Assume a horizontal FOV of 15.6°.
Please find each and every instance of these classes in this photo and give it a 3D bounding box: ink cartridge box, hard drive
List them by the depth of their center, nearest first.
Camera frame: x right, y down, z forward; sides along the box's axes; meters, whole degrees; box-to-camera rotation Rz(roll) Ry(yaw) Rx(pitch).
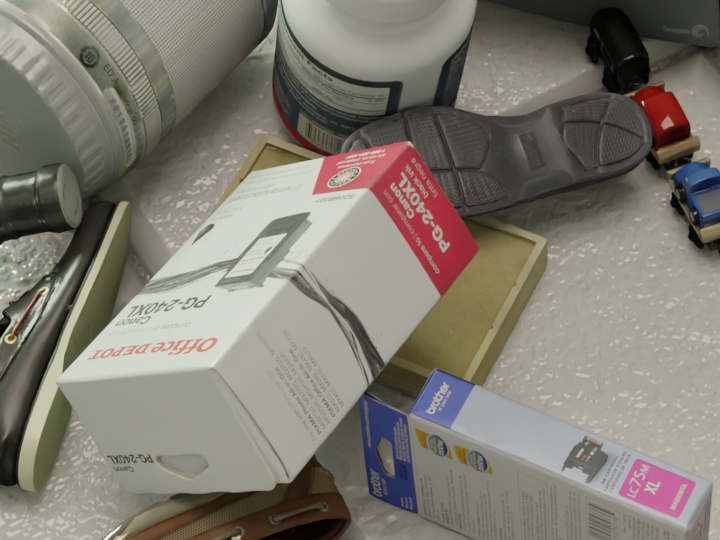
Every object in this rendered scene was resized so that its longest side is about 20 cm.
[{"bbox_3d":[0.096,0.120,1.451,0.199,0.120,0.042,20,60,17],"label":"ink cartridge box"},{"bbox_3d":[-0.051,0.027,1.464,0.145,0.084,0.200,-8,32,47],"label":"ink cartridge box"},{"bbox_3d":[0.158,-0.224,1.753,0.199,0.042,0.135,14,55,13],"label":"hard drive"}]

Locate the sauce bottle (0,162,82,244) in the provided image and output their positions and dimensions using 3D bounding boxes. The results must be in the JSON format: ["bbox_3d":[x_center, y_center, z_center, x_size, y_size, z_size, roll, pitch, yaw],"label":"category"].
[{"bbox_3d":[-0.266,-0.026,1.586,0.199,0.065,0.065,-9,52,13],"label":"sauce bottle"}]

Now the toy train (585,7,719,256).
[{"bbox_3d":[0.190,-0.091,1.650,0.034,0.046,0.201,-17,55,-10],"label":"toy train"}]

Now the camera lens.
[{"bbox_3d":[-0.160,-0.156,1.643,0.159,0.160,0.200,30,60,23],"label":"camera lens"}]

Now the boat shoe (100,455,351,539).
[{"bbox_3d":[-0.090,0.166,1.456,0.200,0.076,0.072,-36,62,-20],"label":"boat shoe"}]

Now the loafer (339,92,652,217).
[{"bbox_3d":[0.079,-0.062,1.610,0.199,0.063,0.072,-8,73,-15],"label":"loafer"}]

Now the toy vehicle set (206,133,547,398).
[{"bbox_3d":[0.000,0.000,1.603,0.199,0.027,0.125,21,57,17],"label":"toy vehicle set"}]

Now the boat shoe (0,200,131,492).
[{"bbox_3d":[-0.186,0.036,1.555,0.063,0.074,0.202,14,57,10],"label":"boat shoe"}]

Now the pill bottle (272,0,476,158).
[{"bbox_3d":[0.009,-0.153,1.597,0.119,0.200,0.120,2,65,-4],"label":"pill bottle"}]
